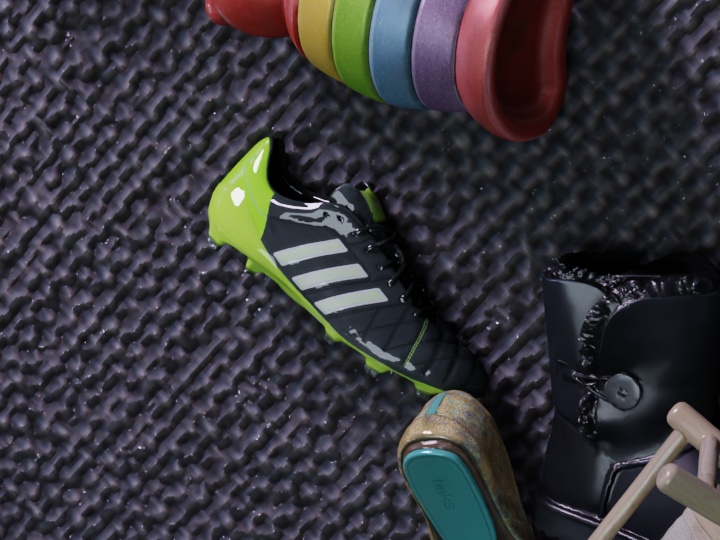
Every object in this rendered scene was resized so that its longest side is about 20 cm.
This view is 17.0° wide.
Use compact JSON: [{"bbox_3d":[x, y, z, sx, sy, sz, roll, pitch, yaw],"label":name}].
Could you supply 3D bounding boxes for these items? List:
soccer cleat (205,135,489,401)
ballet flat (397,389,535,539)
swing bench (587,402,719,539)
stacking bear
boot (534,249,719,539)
[{"bbox_3d":[0.000,0.000,1.391,0.200,0.068,0.081,37,104,12],"label":"soccer cleat"},{"bbox_3d":[0.072,0.150,1.390,0.071,0.071,0.200,-1,129,25],"label":"ballet flat"},{"bbox_3d":[0.178,0.212,1.203,0.200,0.130,0.199,37,105,1],"label":"swing bench"},{"bbox_3d":[0.007,-0.150,1.323,0.200,0.114,0.122,17,111,25],"label":"stacking bear"},{"bbox_3d":[0.186,0.081,1.316,0.200,0.076,0.168,14,114,28],"label":"boot"}]
